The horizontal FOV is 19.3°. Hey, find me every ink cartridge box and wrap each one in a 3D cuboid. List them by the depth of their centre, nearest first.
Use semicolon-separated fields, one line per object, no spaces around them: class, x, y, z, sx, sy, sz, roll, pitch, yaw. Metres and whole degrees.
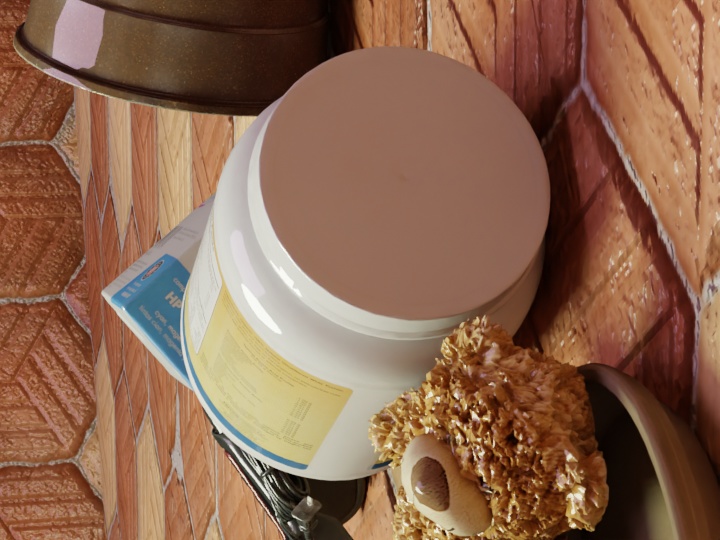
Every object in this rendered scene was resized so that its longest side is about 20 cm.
ink cartridge box;-0.043;-0.026;1.169;0.068;0.200;0.115;49;173;-11

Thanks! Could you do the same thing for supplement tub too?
supplement tub;0.000;0.000;0.945;0.200;0.144;0.145;118;148;-65

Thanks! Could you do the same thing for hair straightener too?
hair straightener;-0.031;0.128;1.180;0.200;0.041;0.077;59;159;11

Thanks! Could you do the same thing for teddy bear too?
teddy bear;0.040;0.105;0.831;0.200;0.067;0.145;120;143;-70

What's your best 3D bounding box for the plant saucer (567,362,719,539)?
plant saucer;0.100;0.134;0.782;0.200;0.029;0.200;179;90;-77

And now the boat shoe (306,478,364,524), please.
boat shoe;-0.034;0.070;1.249;0.068;0.072;0.200;55;148;39

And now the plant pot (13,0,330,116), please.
plant pot;-0.097;-0.218;1.288;0.200;0.200;0.199;-119;38;-64
